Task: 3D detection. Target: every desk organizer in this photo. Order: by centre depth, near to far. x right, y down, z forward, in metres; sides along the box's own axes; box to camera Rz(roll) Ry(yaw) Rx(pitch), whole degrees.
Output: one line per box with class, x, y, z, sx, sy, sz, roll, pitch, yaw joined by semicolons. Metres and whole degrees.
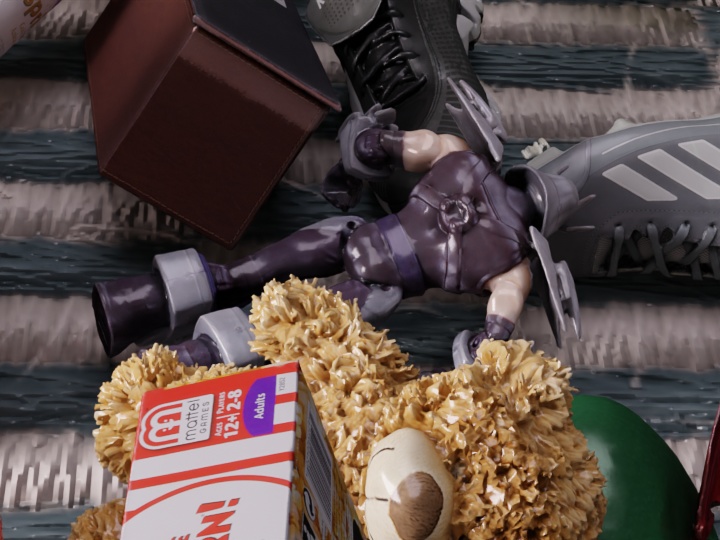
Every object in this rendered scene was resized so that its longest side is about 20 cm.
desk organizer;-0.071;-0.089;0.979;0.072;0.077;0.200;31;14;-19

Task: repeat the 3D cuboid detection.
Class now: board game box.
board game box;-0.010;0.148;0.564;0.046;0.200;0.152;-12;34;10

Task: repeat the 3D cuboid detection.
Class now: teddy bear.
teddy bear;-0.021;0.071;0.710;0.200;0.067;0.145;19;79;43

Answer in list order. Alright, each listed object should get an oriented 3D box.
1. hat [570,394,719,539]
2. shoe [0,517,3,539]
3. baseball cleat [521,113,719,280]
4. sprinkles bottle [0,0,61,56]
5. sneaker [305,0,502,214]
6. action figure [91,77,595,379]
hat;0.074;0.062;0.706;0.165;0.176;0.200;9;37;8
shoe;-0.215;0.077;0.733;0.199;0.091;0.072;3;36;-1
baseball cleat;0.147;-0.019;0.915;0.200;0.070;0.107;-20;61;-11
sprinkles bottle;-0.154;-0.147;1.001;0.068;0.068;0.200;34;70;34
sneaker;0.012;-0.096;0.977;0.066;0.091;0.200;-32;28;20
action figure;0.000;0.000;0.858;0.200;0.069;0.130;-19;60;-13
